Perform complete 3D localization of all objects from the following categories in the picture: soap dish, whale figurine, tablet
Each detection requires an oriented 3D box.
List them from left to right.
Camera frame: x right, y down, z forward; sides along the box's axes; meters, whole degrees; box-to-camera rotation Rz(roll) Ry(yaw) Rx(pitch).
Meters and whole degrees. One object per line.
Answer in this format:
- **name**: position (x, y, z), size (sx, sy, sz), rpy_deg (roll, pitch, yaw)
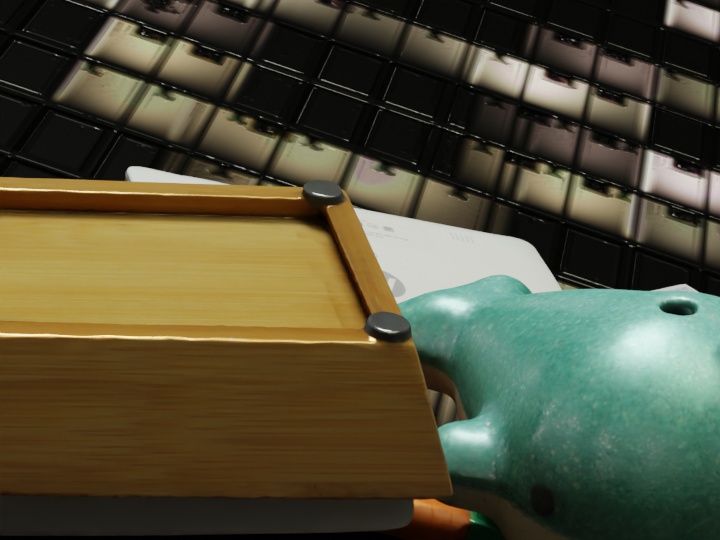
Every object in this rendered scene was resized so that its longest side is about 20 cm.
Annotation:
- **soap dish**: position (-0.077, 0.027, 1.068), size (0.200, 0.081, 0.157), rpy_deg (2, 26, -13)
- **tablet**: position (0.000, 0.000, 1.305), size (0.200, 0.014, 0.130), rpy_deg (10, 25, -19)
- **whale figurine**: position (0.088, 0.042, 1.105), size (0.159, 0.104, 0.200), rpy_deg (-14, 34, -32)

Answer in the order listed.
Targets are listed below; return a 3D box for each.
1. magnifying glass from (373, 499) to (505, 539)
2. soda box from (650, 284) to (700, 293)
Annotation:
- **magnifying glass**: position (0.058, 0.102, 1.119), size (0.200, 0.022, 0.080), rpy_deg (17, 24, -10)
- **soda box**: position (0.175, 0.083, 1.182), size (0.200, 0.068, 0.064), rpy_deg (34, 27, 33)
